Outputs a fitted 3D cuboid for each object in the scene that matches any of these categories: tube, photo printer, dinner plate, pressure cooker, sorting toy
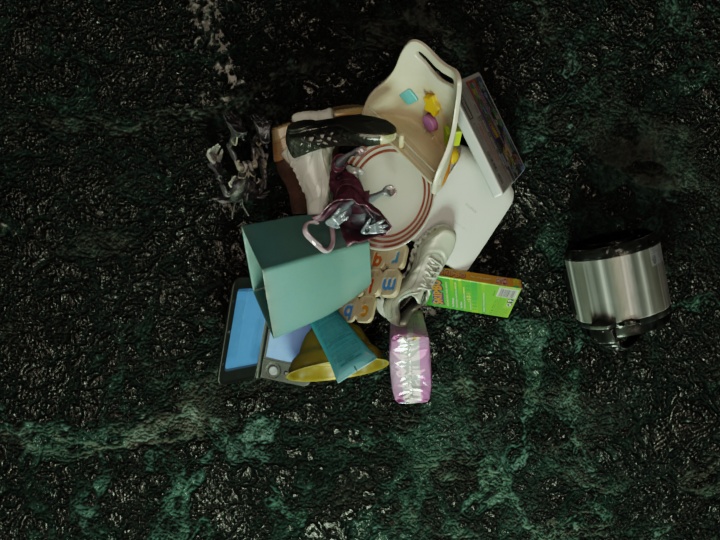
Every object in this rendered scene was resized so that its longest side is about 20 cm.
[{"bbox_3d":[-0.049,0.105,1.160,0.076,0.201,0.051,-32,137,-5],"label":"tube"},{"bbox_3d":[0.183,-0.116,1.227,0.164,0.069,0.203,31,97,-28],"label":"photo printer"},{"bbox_3d":[0.047,-0.138,1.192,0.194,0.024,0.208,-1,87,29],"label":"dinner plate"},{"bbox_3d":[0.471,0.040,1.214,0.170,0.179,0.206,-15,97,0],"label":"pressure cooker"},{"bbox_3d":[0.106,-0.267,1.081,0.105,0.182,0.201,-29,63,-26],"label":"sorting toy"}]

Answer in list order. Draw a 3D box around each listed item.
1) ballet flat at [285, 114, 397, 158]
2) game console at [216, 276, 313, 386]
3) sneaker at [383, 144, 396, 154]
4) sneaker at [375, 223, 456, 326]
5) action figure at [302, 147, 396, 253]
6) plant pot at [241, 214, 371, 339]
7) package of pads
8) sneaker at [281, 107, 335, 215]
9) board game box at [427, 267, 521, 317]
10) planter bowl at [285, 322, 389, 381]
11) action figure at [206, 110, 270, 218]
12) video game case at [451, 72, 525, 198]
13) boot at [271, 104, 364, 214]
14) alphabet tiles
[{"bbox_3d":[-0.032,-0.223,1.113,0.193,0.067,0.058,1,128,16],"label":"ballet flat"},{"bbox_3d":[-0.164,0.122,1.261,0.170,0.116,0.207,11,98,-1],"label":"game console"},{"bbox_3d":[0.073,-0.217,1.232,0.074,0.078,0.203,-32,96,5],"label":"sneaker"},{"bbox_3d":[0.109,0.012,1.170,0.074,0.081,0.202,31,99,-25],"label":"sneaker"},{"bbox_3d":[-0.018,-0.116,1.115,0.147,0.202,0.134,-35,125,12],"label":"action figure"},{"bbox_3d":[-0.085,-0.008,1.145,0.194,0.142,0.145,-17,128,-16],"label":"plant pot"},{"bbox_3d":[0.089,0.150,1.219,0.073,0.200,0.125,0,100,2],"label":"package of pads"},{"bbox_3d":[-0.093,-0.186,1.190,0.096,0.078,0.207,4,99,6],"label":"sneaker"},{"bbox_3d":[0.197,0.040,1.264,0.193,0.031,0.097,7,142,-2],"label":"board game box"},{"bbox_3d":[-0.047,0.147,1.246,0.193,0.201,0.086,-9,72,1],"label":"planter bowl"},{"bbox_3d":[-0.218,-0.197,1.227,0.115,0.104,0.203,-6,140,-25],"label":"action figure"},{"bbox_3d":[0.223,-0.245,1.183,0.023,0.182,0.204,-24,98,33],"label":"video game case"},{"bbox_3d":[-0.062,-0.210,1.252,0.194,0.073,0.171,-16,109,1],"label":"boot"},{"bbox_3d":[0.000,0.000,1.219,0.196,0.014,0.201,-2,66,40],"label":"alphabet tiles"}]
